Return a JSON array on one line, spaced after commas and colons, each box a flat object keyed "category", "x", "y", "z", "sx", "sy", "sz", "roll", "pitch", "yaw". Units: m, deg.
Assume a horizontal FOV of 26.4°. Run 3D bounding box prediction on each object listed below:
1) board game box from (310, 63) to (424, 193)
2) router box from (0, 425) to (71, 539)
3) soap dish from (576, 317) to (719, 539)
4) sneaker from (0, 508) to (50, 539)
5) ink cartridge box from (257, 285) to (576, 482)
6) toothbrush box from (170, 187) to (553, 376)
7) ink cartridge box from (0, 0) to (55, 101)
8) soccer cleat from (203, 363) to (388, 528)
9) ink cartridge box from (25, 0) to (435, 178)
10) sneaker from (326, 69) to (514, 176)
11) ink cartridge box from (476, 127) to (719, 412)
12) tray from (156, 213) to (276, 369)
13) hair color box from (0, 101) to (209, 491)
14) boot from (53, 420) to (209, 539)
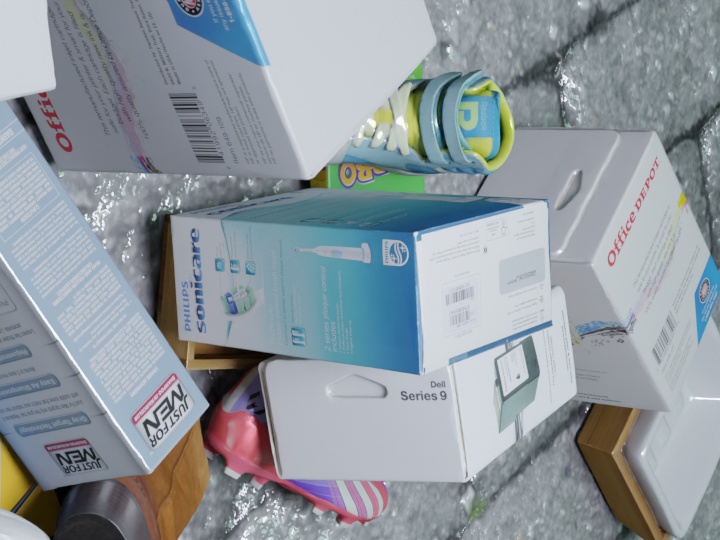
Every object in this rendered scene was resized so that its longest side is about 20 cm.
[{"category": "board game box", "x": 0.005, "y": -0.133, "z": 1.122, "sx": 0.095, "sy": 0.030, "sz": 0.203, "roll": -3, "pitch": 90, "yaw": -40}, {"category": "router box", "x": -0.216, "y": 0.156, "z": 0.878, "sx": 0.149, "sy": 0.051, "sz": 0.202, "roll": -35, "pitch": 120, "yaw": -45}, {"category": "soap dish", "x": 0.294, "y": 0.146, "z": 1.506, "sx": 0.201, "sy": 0.081, "sz": 0.158, "roll": -57, "pitch": 134, "yaw": -29}, {"category": "sneaker", "x": -0.247, "y": 0.161, "z": 0.757, "sx": 0.198, "sy": 0.080, "sz": 0.071, "roll": 0, "pitch": 103, "yaw": -23}, {"category": "ink cartridge box", "x": 0.043, "y": 0.074, "z": 1.040, "sx": 0.199, "sy": 0.144, "sz": 0.085, "roll": -23, "pitch": 107, "yaw": -59}, {"category": "toothbrush box", "x": 0.000, "y": 0.000, "z": 0.961, "sx": 0.146, "sy": 0.198, "sz": 0.086, "roll": -15, "pitch": 107, "yaw": -51}, {"category": "ink cartridge box", "x": -0.267, "y": -0.138, "z": 0.703, "sx": 0.199, "sy": 0.145, "sz": 0.148, "roll": -22, "pitch": 111, "yaw": -49}, {"category": "soccer cleat", "x": -0.032, "y": 0.127, "z": 1.090, "sx": 0.199, "sy": 0.067, "sz": 0.077, "roll": 30, "pitch": 92, "yaw": -48}, {"category": "ink cartridge box", "x": -0.091, "y": -0.153, "z": 0.870, "sx": 0.146, "sy": 0.198, "sz": 0.148, "roll": -49, "pitch": 130, "yaw": -38}, {"category": "sneaker", "x": 0.021, "y": -0.106, "z": 1.036, "sx": 0.198, "sy": 0.130, "sz": 0.081, "roll": 0, "pitch": 91, "yaw": -38}, {"category": "ink cartridge box", "x": 0.197, "y": -0.003, "z": 1.311, "sx": 0.148, "sy": 0.143, "sz": 0.201, "roll": -59, "pitch": 135, "yaw": -29}, {"category": "tray", "x": -0.060, "y": 0.017, "z": 1.075, "sx": 0.199, "sy": 0.037, "sz": 0.100, "roll": 3, "pitch": 92, "yaw": -53}, {"category": "hair color box", "x": -0.178, "y": 0.018, "z": 0.812, "sx": 0.061, "sy": 0.098, "sz": 0.201, "roll": -48, "pitch": 114, "yaw": -42}, {"category": "boot", "x": -0.127, "y": 0.175, "z": 0.936, "sx": 0.200, "sy": 0.068, "sz": 0.190, "roll": -79, "pitch": 150, "yaw": -69}]
